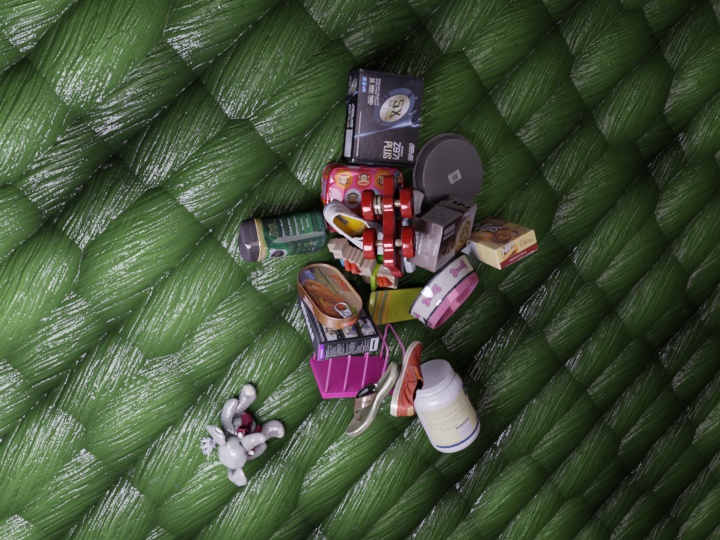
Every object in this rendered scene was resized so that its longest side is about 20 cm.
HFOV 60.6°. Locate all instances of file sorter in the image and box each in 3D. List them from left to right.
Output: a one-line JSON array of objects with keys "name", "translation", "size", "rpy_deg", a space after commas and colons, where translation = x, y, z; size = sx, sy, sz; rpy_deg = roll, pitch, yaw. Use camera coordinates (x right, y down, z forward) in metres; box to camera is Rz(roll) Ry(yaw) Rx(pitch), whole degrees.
[{"name": "file sorter", "translation": [-0.006, 0.207, 1.480], "size": [0.194, 0.140, 0.129], "rpy_deg": [1, 117, -20]}]

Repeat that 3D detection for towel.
[{"name": "towel", "translation": [0.088, 0.088, 1.522], "size": [0.197, 0.018, 0.089], "rpy_deg": [-3, 111, -46]}]

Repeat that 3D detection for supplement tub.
[{"name": "supplement tub", "translation": [0.215, 0.352, 1.605], "size": [0.143, 0.145, 0.204], "rpy_deg": [-30, 110, -11]}]

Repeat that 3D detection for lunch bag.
[{"name": "lunch bag", "translation": [0.001, -0.159, 1.454], "size": [0.194, 0.082, 0.182], "rpy_deg": [-1, 106, -19]}]

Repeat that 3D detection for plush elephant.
[{"name": "plush elephant", "translation": [-0.278, 0.392, 1.425], "size": [0.197, 0.154, 0.168], "rpy_deg": [-30, 110, -12]}]

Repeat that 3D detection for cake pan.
[{"name": "cake pan", "translation": [0.225, -0.238, 1.538], "size": [0.194, 0.037, 0.207], "rpy_deg": [-5, 103, -20]}]

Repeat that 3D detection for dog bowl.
[{"name": "dog bowl", "translation": [0.211, 0.058, 1.509], "size": [0.200, 0.201, 0.074], "rpy_deg": [-45, 74, -6]}]

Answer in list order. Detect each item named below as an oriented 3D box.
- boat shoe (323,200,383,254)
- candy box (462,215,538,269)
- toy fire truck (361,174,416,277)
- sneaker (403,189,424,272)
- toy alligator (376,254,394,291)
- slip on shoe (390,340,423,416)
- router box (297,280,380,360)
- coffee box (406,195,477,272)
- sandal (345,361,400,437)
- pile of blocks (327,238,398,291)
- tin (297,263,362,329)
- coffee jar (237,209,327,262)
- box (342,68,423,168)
[{"name": "boat shoe", "translation": [0.003, -0.086, 1.397], "size": [0.198, 0.070, 0.071], "rpy_deg": [33, 104, -31]}, {"name": "candy box", "translation": [0.334, -0.073, 1.525], "size": [0.113, 0.200, 0.057], "rpy_deg": [-26, 111, -12]}, {"name": "toy fire truck", "translation": [0.070, -0.096, 1.363], "size": [0.108, 0.168, 0.207], "rpy_deg": [-3, 81, 11]}, {"name": "sneaker", "translation": [0.133, -0.097, 1.508], "size": [0.068, 0.073, 0.207], "rpy_deg": [-2, 103, 7]}, {"name": "toy alligator", "translation": [0.068, 0.005, 1.529], "size": [0.054, 0.058, 0.205], "rpy_deg": [-46, 131, -52]}, {"name": "slip on shoe", "translation": [0.118, 0.249, 1.413], "size": [0.059, 0.203, 0.075], "rpy_deg": [9, 135, 13]}, {"name": "router box", "translation": [-0.053, 0.109, 1.424], "size": [0.145, 0.202, 0.052], "rpy_deg": [-5, 129, -18]}, {"name": "coffee box", "translation": [0.192, -0.091, 1.447], "size": [0.199, 0.078, 0.116], "rpy_deg": [-31, 137, -52]}, {"name": "sandal", "translation": [0.020, 0.289, 1.414], "size": [0.056, 0.080, 0.204], "rpy_deg": [30, 95, -11]}, {"name": "pile of blocks", "translation": [0.000, 0.000, 1.468], "size": [0.196, 0.063, 0.083], "rpy_deg": [30, 136, -1]}, {"name": "tin", "translation": [-0.071, 0.057, 1.412], "size": [0.109, 0.201, 0.043], "rpy_deg": [-19, 135, -23]}, {"name": "coffee jar", "translation": [-0.178, -0.078, 1.387], "size": [0.194, 0.104, 0.088], "rpy_deg": [-10, 75, -18]}, {"name": "box", "translation": [0.050, -0.348, 1.423], "size": [0.159, 0.086, 0.207], "rpy_deg": [2, 101, -21]}]
